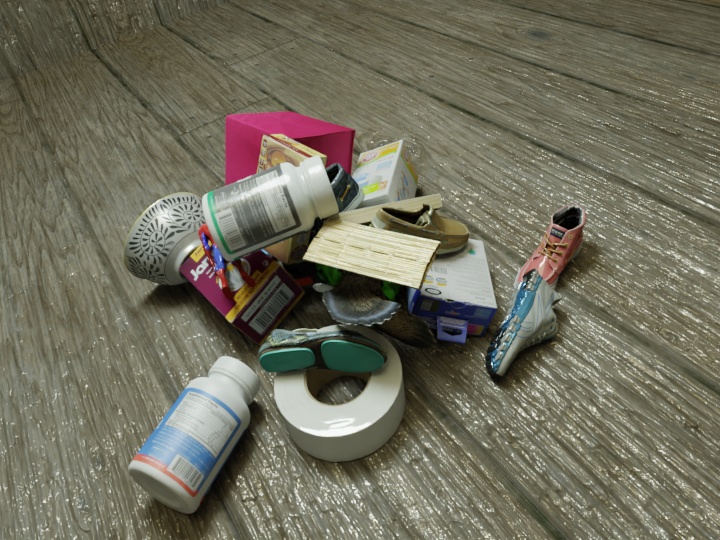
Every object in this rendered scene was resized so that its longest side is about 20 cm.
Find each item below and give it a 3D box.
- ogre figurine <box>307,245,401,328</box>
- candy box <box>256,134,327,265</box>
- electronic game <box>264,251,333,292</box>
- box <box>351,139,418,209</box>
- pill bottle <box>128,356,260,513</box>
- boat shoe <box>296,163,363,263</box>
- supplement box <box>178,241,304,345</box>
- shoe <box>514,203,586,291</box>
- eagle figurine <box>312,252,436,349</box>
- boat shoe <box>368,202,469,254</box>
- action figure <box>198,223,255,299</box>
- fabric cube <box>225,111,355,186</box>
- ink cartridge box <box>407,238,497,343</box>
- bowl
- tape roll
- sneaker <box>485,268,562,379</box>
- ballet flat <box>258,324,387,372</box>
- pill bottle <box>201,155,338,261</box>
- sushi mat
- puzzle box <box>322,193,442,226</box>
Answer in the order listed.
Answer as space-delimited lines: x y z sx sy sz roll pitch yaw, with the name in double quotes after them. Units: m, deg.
0.000 0.000 0.991 0.119 0.099 0.199 -37 46 -20 "ogre figurine"
-0.138 -0.128 0.974 0.114 0.204 0.055 29 28 27 "candy box"
-0.121 -0.028 1.087 0.195 0.042 0.203 -6 43 5 "electronic game"
0.046 -0.168 1.137 0.110 0.102 0.202 -12 39 27 "box"
-0.230 0.230 0.783 0.110 0.114 0.201 11 46 22 "pill bottle"
-0.088 -0.111 1.026 0.201 0.091 0.071 -47 49 1 "boat shoe"
-0.219 0.019 0.988 0.199 0.103 0.132 33 78 38 "supplement box"
0.340 -0.035 0.962 0.071 0.092 0.199 27 54 34 "shoe"
0.014 0.038 0.829 0.148 0.152 0.203 -13 55 -13 "eagle figurine"
0.108 -0.075 0.895 0.196 0.077 0.072 -3 41 -30 "boat shoe"
-0.239 -0.035 0.934 0.065 0.052 0.201 -31 52 -2 "action figure"
-0.149 -0.214 1.134 0.197 0.201 0.198 24 30 34 "fabric cube"
0.150 0.029 0.919 0.133 0.077 0.202 10 41 -7 "ink cartridge box"
-0.348 -0.041 1.052 0.094 0.203 0.200 36 58 21 "bowl"
-0.029 0.181 0.824 0.197 0.072 0.205 -6 43 6 "tape roll"
0.270 0.095 0.860 0.086 0.075 0.202 34 66 1 "sneaker"
-0.055 0.111 0.804 0.195 0.075 0.075 -1 43 8 "ballet flat"
-0.140 -0.102 0.856 0.196 0.114 0.114 -21 43 -3 "pill bottle"
0.015 -0.029 0.800 0.196 0.012 0.097 14 54 26 "sushi mat"
0.034 -0.096 0.964 0.195 0.026 0.133 -12 0 -12 "puzzle box"
